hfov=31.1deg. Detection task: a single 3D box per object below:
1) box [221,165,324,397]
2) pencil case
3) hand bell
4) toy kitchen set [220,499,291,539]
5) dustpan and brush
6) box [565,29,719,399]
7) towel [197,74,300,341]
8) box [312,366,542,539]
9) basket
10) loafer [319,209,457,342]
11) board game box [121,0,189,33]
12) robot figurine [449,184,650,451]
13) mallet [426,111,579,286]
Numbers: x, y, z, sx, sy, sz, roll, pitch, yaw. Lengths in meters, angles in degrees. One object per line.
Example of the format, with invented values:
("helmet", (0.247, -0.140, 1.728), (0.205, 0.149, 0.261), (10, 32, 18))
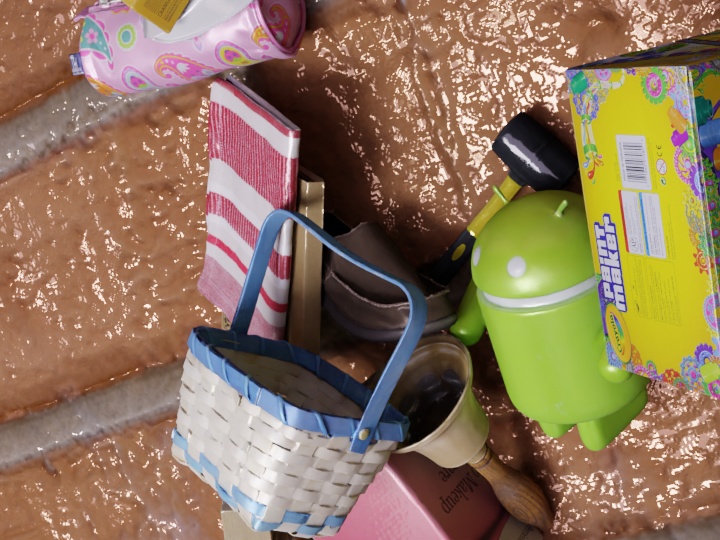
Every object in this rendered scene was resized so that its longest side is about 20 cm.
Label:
("box", (-0.076, 0.002, 1.077), (0.163, 0.021, 0.203), (32, 124, 55))
("pencil case", (-0.142, -0.198, 1.061), (0.197, 0.087, 0.089), (-7, 103, 29))
("hand bell", (0.097, 0.152, 1.027), (0.103, 0.105, 0.200), (-22, 128, 30))
("toy kitchen set", (-0.023, 0.244, 1.135), (0.177, 0.164, 0.203), (-4, 114, 2))
("dustpan and brush", (-0.076, -0.258, 0.973), (0.198, 0.057, 0.141), (-26, 55, 28))
("box", (0.255, -0.050, 0.831), (0.122, 0.190, 0.203), (15, 118, 63))
("towel", (-0.093, -0.042, 1.052), (0.144, 0.022, 0.203), (40, 131, 50))
("box", (0.038, 0.193, 1.070), (0.109, 0.128, 0.201), (-41, 86, 29))
("basket", (-0.046, 0.074, 0.937), (0.176, 0.138, 0.203), (34, 109, 44))
("loafer", (0.000, 0.000, 1.019), (0.199, 0.072, 0.072), (24, 122, 49))
("board game box", (-0.165, -0.287, 0.989), (0.200, 0.040, 0.154), (38, 98, 44))
("robot figurine", (0.150, 0.031, 0.957), (0.174, 0.115, 0.202), (14, 130, 51))
("mallet", (0.102, -0.029, 1.025), (0.065, 0.041, 0.201), (35, 123, 10))
